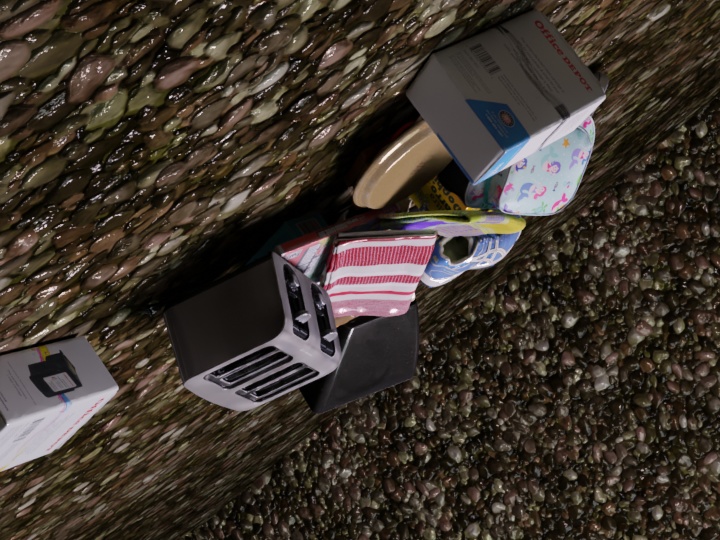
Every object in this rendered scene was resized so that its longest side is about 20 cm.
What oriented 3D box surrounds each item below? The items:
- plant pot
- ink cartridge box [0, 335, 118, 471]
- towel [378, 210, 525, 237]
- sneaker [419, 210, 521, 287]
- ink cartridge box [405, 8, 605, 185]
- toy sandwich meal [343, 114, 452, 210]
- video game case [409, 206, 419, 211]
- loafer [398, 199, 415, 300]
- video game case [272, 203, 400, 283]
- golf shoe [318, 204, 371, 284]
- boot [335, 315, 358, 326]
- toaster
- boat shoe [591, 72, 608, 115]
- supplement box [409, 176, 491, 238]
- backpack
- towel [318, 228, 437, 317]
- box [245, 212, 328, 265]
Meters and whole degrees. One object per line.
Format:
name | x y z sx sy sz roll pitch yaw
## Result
plant pot | -0.019 0.073 1.923 0.199 0.200 0.178 -18 149 -28
ink cartridge box | -0.395 0.161 1.378 0.146 0.083 0.200 -42 169 23
towel | 0.127 -0.063 1.638 0.143 0.023 0.200 -2 178 28
sneaker | 0.171 -0.038 1.802 0.199 0.076 0.077 -31 173 -28
ink cartridge box | 0.178 -0.213 1.472 0.199 0.146 0.084 -29 168 -36
toy sandwich meal | 0.054 -0.155 1.555 0.204 0.070 0.205 -35 165 -11
video game case | 0.006 -0.035 2.039 0.199 0.019 0.143 -28 166 -44
loafer | 0.060 -0.027 1.848 0.076 0.068 0.201 111 -10 -60
video game case | -0.050 -0.020 1.622 0.199 0.018 0.143 -23 160 -33
golf shoe | -0.040 -0.041 1.740 0.200 0.078 0.095 -43 162 -12
boot | 0.000 0.000 1.806 0.075 0.074 0.201 -16 -140 40
toaster | -0.142 0.082 1.543 0.199 0.119 0.181 -25 153 13
boat shoe | 0.355 -0.279 1.999 0.074 0.065 0.200 -56 180 42
supplement box | 0.180 -0.152 1.847 0.199 0.109 0.110 -31 168 -29
backpack | 0.226 -0.161 1.650 0.199 0.150 0.179 3 115 -41
towel | 0.017 0.008 1.645 0.143 0.023 0.200 -4 149 -15
box | -0.124 0.003 1.685 0.200 0.049 0.082 -44 166 33
